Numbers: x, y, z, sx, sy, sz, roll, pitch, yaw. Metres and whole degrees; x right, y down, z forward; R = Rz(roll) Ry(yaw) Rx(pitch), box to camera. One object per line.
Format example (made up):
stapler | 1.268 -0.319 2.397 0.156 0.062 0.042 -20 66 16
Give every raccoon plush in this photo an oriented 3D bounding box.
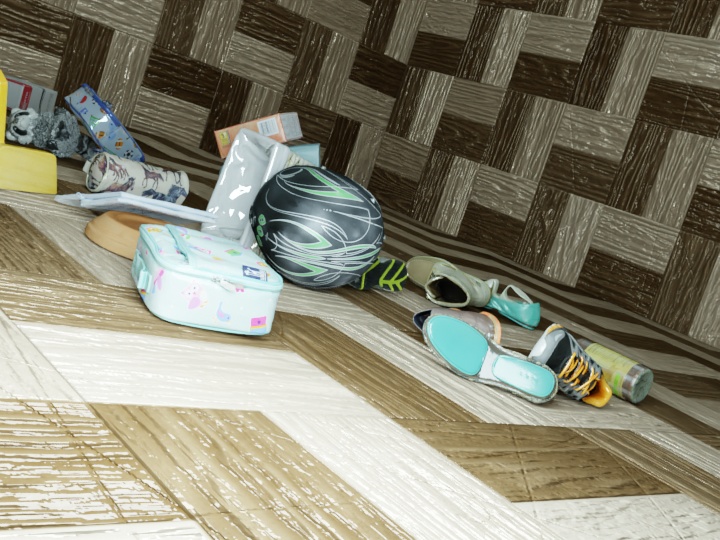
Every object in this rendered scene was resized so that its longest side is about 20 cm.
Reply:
raccoon plush | -0.678 -0.281 1.920 0.131 0.098 0.201 8 -26 16

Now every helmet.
helmet | -0.064 -0.064 1.413 0.190 0.203 0.198 36 16 36

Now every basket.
basket | -0.170 -0.125 1.541 0.122 0.203 0.135 18 6 -44

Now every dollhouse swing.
dollhouse swing | -0.583 -0.240 1.389 0.197 0.179 0.181 21 8 20

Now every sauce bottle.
sauce bottle | 0.391 0.155 1.482 0.064 0.066 0.199 12 9 -42

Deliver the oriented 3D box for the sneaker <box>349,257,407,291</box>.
sneaker | 0.000 0.000 1.613 0.076 0.077 0.199 6 -10 42

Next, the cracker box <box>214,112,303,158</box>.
cracker box | -0.196 -0.268 1.740 0.131 0.059 0.200 -14 8 8

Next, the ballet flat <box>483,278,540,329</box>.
ballet flat | 0.298 0.058 1.892 0.198 0.072 0.067 23 9 26

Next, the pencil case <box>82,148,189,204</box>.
pencil case | -0.418 -0.169 1.666 0.198 0.079 0.089 11 26 -46

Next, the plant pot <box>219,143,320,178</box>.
plant pot | -0.177 -0.153 1.759 0.196 0.200 0.196 1 9 -2

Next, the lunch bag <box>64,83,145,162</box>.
lunch bag | -0.564 -0.314 1.945 0.160 0.075 0.201 45 -13 33

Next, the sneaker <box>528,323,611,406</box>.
sneaker | 0.299 0.138 1.248 0.077 0.079 0.199 39 6 40

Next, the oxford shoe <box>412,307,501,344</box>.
oxford shoe | 0.139 0.090 1.292 0.072 0.073 0.199 10 -3 -21

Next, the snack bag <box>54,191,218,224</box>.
snack bag | -0.351 -0.094 1.364 0.198 0.022 0.187 3 -5 40

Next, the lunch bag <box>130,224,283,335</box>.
lunch bag | -0.185 0.006 1.026 0.158 0.078 0.200 16 9 -27

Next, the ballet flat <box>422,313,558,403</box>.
ballet flat | 0.169 0.125 1.190 0.197 0.069 0.075 26 -14 3

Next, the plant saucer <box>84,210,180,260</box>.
plant saucer | -0.291 -0.043 1.262 0.197 0.038 0.200 20 7 -3

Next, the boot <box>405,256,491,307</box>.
boot | 0.157 0.023 1.803 0.198 0.073 0.154 23 11 24

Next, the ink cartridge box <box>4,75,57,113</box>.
ink cartridge box | -1.003 -0.514 2.584 0.142 0.085 0.200 19 8 7
